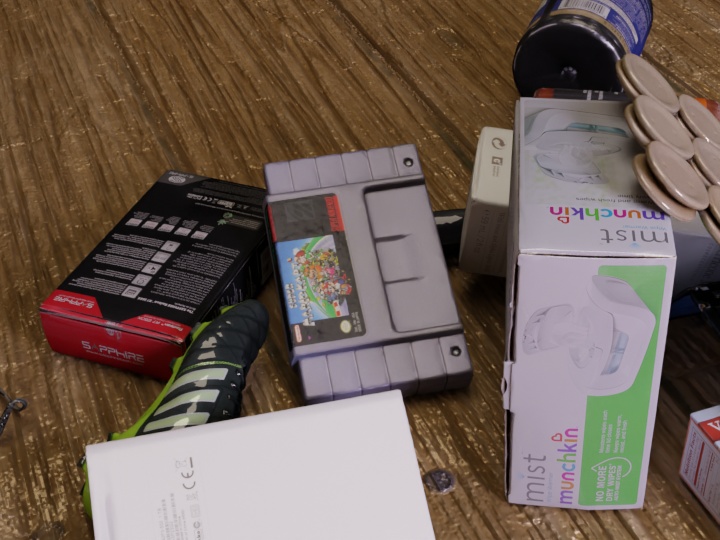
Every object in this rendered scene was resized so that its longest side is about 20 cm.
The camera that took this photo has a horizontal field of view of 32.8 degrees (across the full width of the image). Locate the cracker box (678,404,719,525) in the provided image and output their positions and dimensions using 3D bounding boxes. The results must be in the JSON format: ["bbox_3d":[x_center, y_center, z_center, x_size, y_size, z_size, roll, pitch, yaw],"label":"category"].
[{"bbox_3d":[0.301,0.151,0.728,0.132,0.058,0.201,-13,39,-16],"label":"cracker box"}]

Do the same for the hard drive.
[{"bbox_3d":[-0.059,0.152,0.736,0.197,0.026,0.133,-9,63,-9],"label":"hard drive"}]

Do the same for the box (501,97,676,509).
[{"bbox_3d":[0.139,0.019,0.794,0.095,0.202,0.177,1,36,5],"label":"box"}]

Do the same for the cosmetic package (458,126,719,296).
[{"bbox_3d":[0.178,-0.038,0.918,0.197,0.102,0.075,9,60,4],"label":"cosmetic package"}]

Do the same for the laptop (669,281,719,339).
[{"bbox_3d":[0.307,0.050,0.834,0.175,0.104,0.201,-11,41,-10],"label":"laptop"}]

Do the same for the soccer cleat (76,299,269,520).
[{"bbox_3d":[-0.106,0.100,0.825,0.080,0.068,0.201,24,50,17],"label":"soccer cleat"}]

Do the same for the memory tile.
[{"bbox_3d":[0.238,-0.048,0.772,0.199,0.017,0.154,31,34,-23],"label":"memory tile"}]

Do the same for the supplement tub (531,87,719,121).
[{"bbox_3d":[0.236,-0.092,1.013,0.197,0.108,0.107,6,37,12],"label":"supplement tub"}]

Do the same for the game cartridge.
[{"bbox_3d":[0.000,0.000,0.907,0.128,0.039,0.202,-6,61,-11],"label":"game cartridge"}]

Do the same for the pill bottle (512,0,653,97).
[{"bbox_3d":[0.224,-0.235,1.198,0.110,0.113,0.201,11,39,18],"label":"pill bottle"}]

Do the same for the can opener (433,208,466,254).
[{"bbox_3d":[0.027,-0.022,0.987,0.197,0.080,0.063,-10,-2,-15],"label":"can opener"}]

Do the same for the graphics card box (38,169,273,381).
[{"bbox_3d":[-0.144,0.000,0.964,0.124,0.051,0.201,11,40,18],"label":"graphics card box"}]

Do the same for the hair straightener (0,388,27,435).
[{"bbox_3d":[-0.331,0.089,0.864,0.197,0.041,0.077,-2,37,2],"label":"hair straightener"}]
